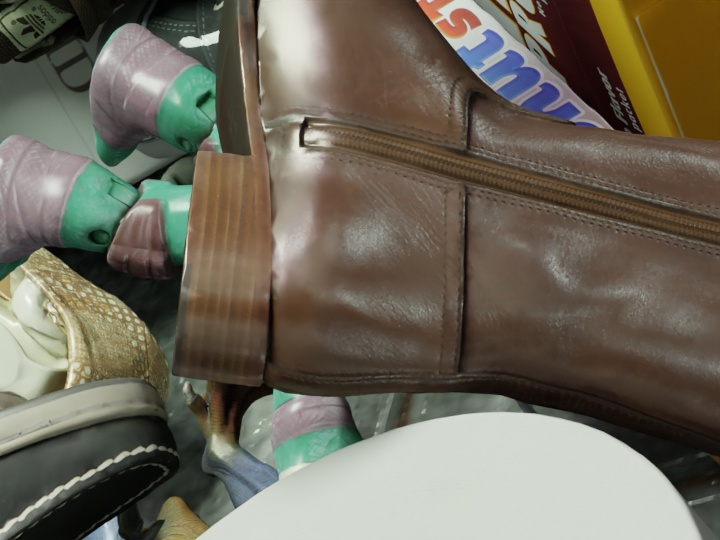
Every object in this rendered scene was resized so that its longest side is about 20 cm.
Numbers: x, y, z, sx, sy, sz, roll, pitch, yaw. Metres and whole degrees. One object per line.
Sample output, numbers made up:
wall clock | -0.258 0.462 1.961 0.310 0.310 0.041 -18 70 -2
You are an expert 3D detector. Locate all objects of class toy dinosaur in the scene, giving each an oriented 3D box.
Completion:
toy dinosaur | -0.025 0.106 0.867 0.105 0.200 0.182 -10 55 -15

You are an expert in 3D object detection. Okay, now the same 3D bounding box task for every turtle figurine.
turtle figurine | 0.000 0.000 0.820 0.200 0.101 0.150 24 27 18

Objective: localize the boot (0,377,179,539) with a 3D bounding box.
boot | -0.105 0.133 0.740 0.200 0.073 0.151 -33 73 1

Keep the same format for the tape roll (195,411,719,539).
tape roll | 0.027 0.152 0.659 0.202 0.139 0.203 -29 33 21

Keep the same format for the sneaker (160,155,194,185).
sneaker | 0.013 -0.014 0.929 0.200 0.089 0.074 -8 43 40

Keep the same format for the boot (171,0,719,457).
boot | 0.062 -0.036 0.733 0.199 0.064 0.187 8 63 -2

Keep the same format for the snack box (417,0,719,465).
snack box | 0.053 -0.026 0.842 0.024 0.072 0.200 -32 53 -15

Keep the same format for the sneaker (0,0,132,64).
sneaker | -0.088 -0.098 0.916 0.199 0.070 0.076 -11 57 25

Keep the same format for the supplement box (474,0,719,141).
supplement box | 0.122 -0.134 0.875 0.197 0.133 0.200 -31 30 -8

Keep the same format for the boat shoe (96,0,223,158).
boat shoe | -0.024 -0.094 0.989 0.056 0.069 0.200 -19 18 27

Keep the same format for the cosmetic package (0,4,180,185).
cosmetic package | -0.152 -0.089 1.078 0.200 0.165 0.165 -28 7 23

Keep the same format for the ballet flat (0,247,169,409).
ballet flat | -0.151 -0.004 0.961 0.200 0.065 0.071 28 100 18
